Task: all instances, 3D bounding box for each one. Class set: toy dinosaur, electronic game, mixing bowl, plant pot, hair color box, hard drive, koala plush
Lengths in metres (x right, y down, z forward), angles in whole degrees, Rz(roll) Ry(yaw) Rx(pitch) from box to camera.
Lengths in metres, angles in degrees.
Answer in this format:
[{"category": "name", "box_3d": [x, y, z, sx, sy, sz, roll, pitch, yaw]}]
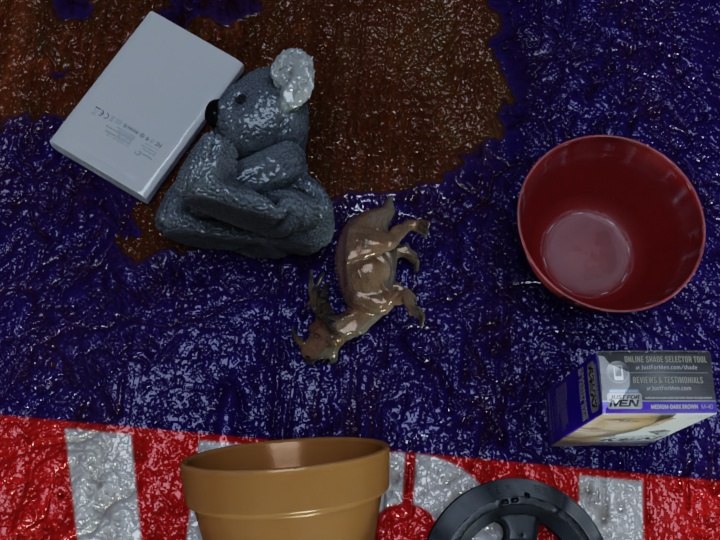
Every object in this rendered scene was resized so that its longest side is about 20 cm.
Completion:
[{"category": "toy dinosaur", "box_3d": [0.000, 0.000, 1.109, 0.135, 0.086, 0.201, 6, 74, -5]}, {"category": "electronic game", "box_3d": [0.157, 0.311, 1.039, 0.199, 0.042, 0.201, 1, 78, -7]}, {"category": "mixing bowl", "box_3d": [0.259, -0.034, 1.128, 0.199, 0.108, 0.201, 1, 70, -3]}, {"category": "plant pot", "box_3d": [-0.067, 0.241, 0.983, 0.199, 0.200, 0.141, -4, 89, -5]}, {"category": "hair color box", "box_3d": [0.260, 0.131, 1.023, 0.109, 0.200, 0.065, 0, 71, -4]}, {"category": "hard drive", "box_3d": [-0.244, -0.190, 1.193, 0.132, 0.025, 0.200, 30, 72, 6]}, {"category": "koala plush", "box_3d": [-0.106, -0.129, 1.114, 0.183, 0.177, 0.201, 14, 69, -18]}]
